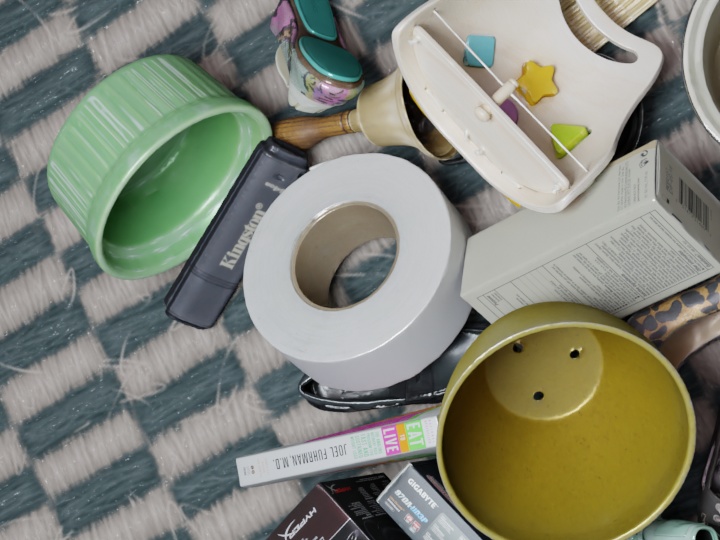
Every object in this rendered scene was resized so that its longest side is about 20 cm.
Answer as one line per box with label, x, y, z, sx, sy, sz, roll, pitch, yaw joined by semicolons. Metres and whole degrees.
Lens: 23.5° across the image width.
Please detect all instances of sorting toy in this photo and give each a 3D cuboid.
sorting toy;0.153;-0.165;1.439;0.180;0.107;0.200;-41;82;-13

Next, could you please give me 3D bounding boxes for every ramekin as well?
ramekin;-0.185;-0.098;1.561;0.098;0.200;0.200;45;104;23

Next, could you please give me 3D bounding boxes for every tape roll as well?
tape roll;0.000;0.000;1.511;0.201;0.071;0.203;-13;60;23

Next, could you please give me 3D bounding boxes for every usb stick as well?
usb stick;-0.115;-0.032;1.594;0.055;0.033;0.200;25;111;-20

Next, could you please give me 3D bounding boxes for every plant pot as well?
plant pot;0.155;0.103;1.380;0.199;0.142;0.201;0;113;-1

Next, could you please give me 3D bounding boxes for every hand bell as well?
hand bell;-0.015;-0.131;1.561;0.199;0.104;0.105;-11;85;34

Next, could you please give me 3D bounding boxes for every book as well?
book;0.010;0.149;1.494;0.199;0.133;0.048;-15;83;29

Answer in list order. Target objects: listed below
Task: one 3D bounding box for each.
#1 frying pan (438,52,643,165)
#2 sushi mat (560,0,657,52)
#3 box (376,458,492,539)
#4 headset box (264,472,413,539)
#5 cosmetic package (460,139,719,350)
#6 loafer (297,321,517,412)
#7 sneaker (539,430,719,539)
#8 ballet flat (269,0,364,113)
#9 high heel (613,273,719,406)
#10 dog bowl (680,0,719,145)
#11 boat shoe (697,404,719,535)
frying pan;0.167;-0.108;1.508;0.190;0.031;0.115;-39;68;26
sushi mat;0.239;-0.277;1.495;0.200;0.012;0.096;-39;78;16
box;0.117;0.242;1.452;0.200;0.159;0.046;45;101;17
headset box;0.035;0.265;1.415;0.077;0.149;0.200;-47;73;14
cosmetic package;0.191;-0.014;1.425;0.199;0.103;0.073;-26;37;35
loafer;0.040;0.090;1.532;0.200;0.070;0.069;-13;86;20
sneaker;0.235;0.201;1.429;0.201;0.074;0.118;54;142;5
ballet flat;-0.044;-0.185;1.536;0.071;0.069;0.200;-61;27;25
high heel;0.292;0.064;1.434;0.142;0.071;0.201;15;85;27
dog bowl;0.366;-0.173;1.413;0.199;0.074;0.201;-1;88;20
boat shoe;0.314;0.161;1.433;0.067;0.057;0.201;10;92;21
